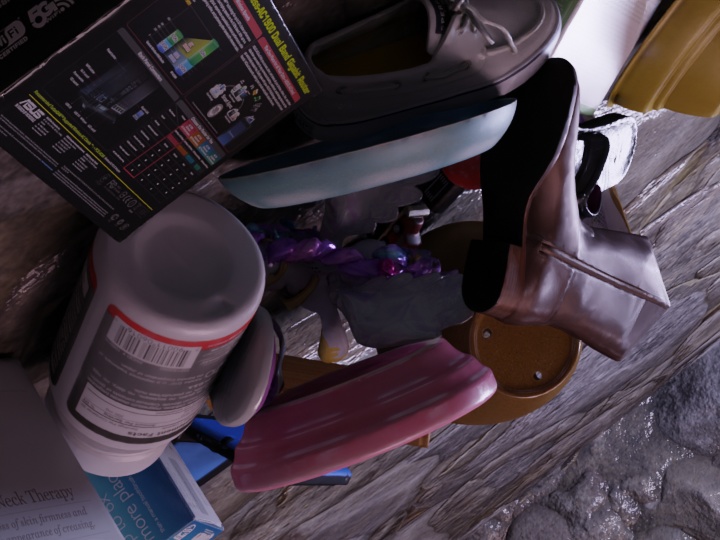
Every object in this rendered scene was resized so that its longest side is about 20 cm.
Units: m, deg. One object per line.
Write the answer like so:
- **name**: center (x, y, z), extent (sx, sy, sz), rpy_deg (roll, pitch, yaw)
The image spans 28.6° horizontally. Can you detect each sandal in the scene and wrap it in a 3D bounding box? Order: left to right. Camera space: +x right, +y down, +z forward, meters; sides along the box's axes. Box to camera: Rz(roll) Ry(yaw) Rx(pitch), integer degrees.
- **sandal**: center (-0.075, 0.065, 0.996), extent (0.203, 0.049, 0.083), rpy_deg (-164, -89, -76)
- **sandal**: center (0.173, -0.077, 1.081), extent (0.200, 0.048, 0.076), rpy_deg (-31, 132, -48)

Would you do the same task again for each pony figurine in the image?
- **pony figurine**: center (0.000, 0.000, 1.056), extent (0.191, 0.168, 0.200), rpy_deg (-18, 158, 18)

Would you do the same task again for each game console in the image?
- **game console**: center (-0.130, 0.206, 1.358), extent (0.119, 0.169, 0.200), rpy_deg (-65, 158, 2)

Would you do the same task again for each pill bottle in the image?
- **pill bottle**: center (-0.147, 0.049, 0.955), extent (0.113, 0.114, 0.201), rpy_deg (-21, 156, -38)

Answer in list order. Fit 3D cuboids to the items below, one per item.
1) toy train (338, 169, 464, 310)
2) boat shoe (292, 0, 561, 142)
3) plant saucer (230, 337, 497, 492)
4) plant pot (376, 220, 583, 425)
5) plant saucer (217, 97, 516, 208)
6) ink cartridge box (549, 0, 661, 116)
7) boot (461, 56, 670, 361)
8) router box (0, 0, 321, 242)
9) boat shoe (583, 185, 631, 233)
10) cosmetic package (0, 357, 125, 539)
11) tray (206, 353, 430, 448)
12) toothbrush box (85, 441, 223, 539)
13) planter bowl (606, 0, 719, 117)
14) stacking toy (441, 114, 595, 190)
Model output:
- **toy train**: center (0.030, -0.031, 1.184), extent (0.034, 0.046, 0.200), rpy_deg (-10, 147, -52)
- **boat shoe**: center (0.048, -0.154, 0.906), extent (0.200, 0.075, 0.086), rpy_deg (-20, 152, -18)
- **plant saucer**: center (-0.003, 0.097, 0.998), extent (0.199, 0.051, 0.201), rpy_deg (-22, 180, 0)
- **plant pot**: center (0.115, 0.050, 1.207), extent (0.185, 0.187, 0.200), rpy_deg (-34, -175, -6)
- **plant saucer**: center (0.007, -0.074, 0.908), extent (0.198, 0.028, 0.200), rpy_deg (-15, -172, 2)
- **ink cartridge box**: center (0.183, -0.214, 1.031), extent (0.201, 0.048, 0.145), rpy_deg (-61, 155, 14)
- **boot**: center (0.166, -0.037, 1.013), extent (0.199, 0.064, 0.188), rpy_deg (15, 95, -43)
- **router box**: center (-0.114, -0.108, 0.727), extent (0.149, 0.062, 0.200), rpy_deg (-36, 161, 0)
- **boat shoe**: center (0.183, -0.060, 1.209), extent (0.068, 0.201, 0.071), rpy_deg (-14, 137, 3)
- **cosmetic package**: center (-0.277, 0.186, 0.911), extent (0.166, 0.201, 0.167), rpy_deg (-43, 160, 20)
- **tray**: center (-0.037, 0.108, 1.205), extent (0.197, 0.037, 0.099), rpy_deg (8, 159, 6)
- **toothbrush box**: center (-0.232, 0.198, 1.103), extent (0.199, 0.147, 0.085), rpy_deg (-36, 161, 1)
- **planter bowl**: center (0.297, -0.188, 1.156), extent (0.201, 0.083, 0.201), rpy_deg (-47, 170, -11)
- **stacking toy**: center (0.119, -0.093, 1.096), extent (0.085, 0.086, 0.200), rpy_deg (-46, 167, 26)
